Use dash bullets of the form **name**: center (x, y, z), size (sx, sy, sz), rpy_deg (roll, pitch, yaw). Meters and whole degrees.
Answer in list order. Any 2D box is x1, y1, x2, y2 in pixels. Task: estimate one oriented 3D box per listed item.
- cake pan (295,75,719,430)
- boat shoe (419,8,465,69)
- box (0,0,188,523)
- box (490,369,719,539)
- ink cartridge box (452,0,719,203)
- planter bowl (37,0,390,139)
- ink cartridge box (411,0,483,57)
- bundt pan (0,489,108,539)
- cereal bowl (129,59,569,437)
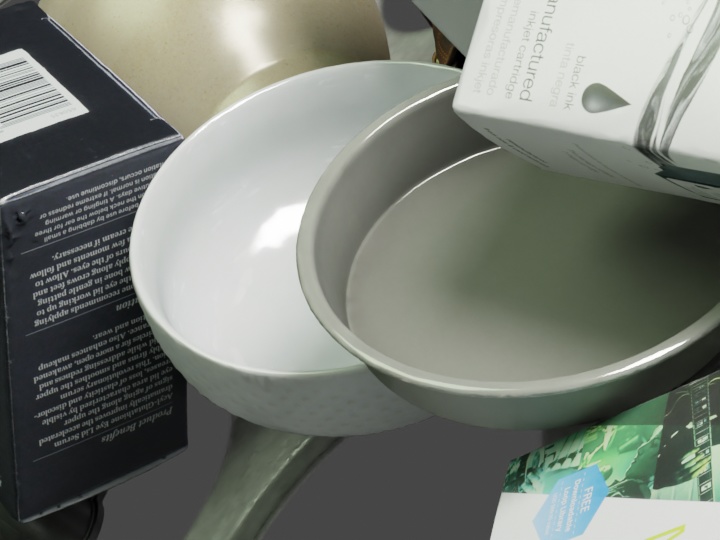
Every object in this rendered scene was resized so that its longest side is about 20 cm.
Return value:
- **cake pan**: center (0.074, -0.012, 0.918), size (0.198, 0.037, 0.201), rpy_deg (-8, 42, 8)
- **boat shoe**: center (0.068, -0.109, 1.132), size (0.070, 0.070, 0.200), rpy_deg (-45, 24, -3)
- **box**: center (-0.166, -0.004, 1.126), size (0.104, 0.201, 0.148), rpy_deg (-22, 45, -29)
- **box**: center (0.122, 0.095, 0.780), size (0.199, 0.036, 0.145), rpy_deg (-26, 31, 35)
- **ink cartridge box**: center (0.152, -0.100, 0.840), size (0.199, 0.086, 0.148), rpy_deg (13, 84, 38)
- **planter bowl**: center (-0.061, -0.087, 1.195), size (0.200, 0.200, 0.135), rpy_deg (-45, 51, 3)
- **ink cartridge box**: center (0.099, -0.189, 1.024), size (0.199, 0.085, 0.146), rpy_deg (-23, 51, -25)
- **bundt pan**: center (-0.230, 0.149, 1.211), size (0.201, 0.076, 0.202), rpy_deg (-37, 25, 21)
- **cereal bowl**: center (0.000, 0.000, 1.017), size (0.198, 0.084, 0.201), rpy_deg (-7, 44, 7)
